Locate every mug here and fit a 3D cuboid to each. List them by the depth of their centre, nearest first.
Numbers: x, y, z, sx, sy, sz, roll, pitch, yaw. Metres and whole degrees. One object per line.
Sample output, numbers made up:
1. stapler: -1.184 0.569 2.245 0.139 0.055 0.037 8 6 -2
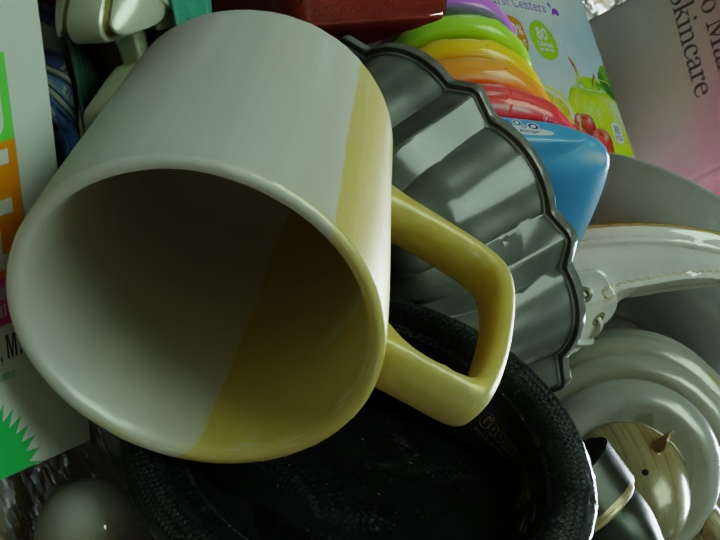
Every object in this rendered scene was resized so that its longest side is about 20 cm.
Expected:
1. mug: -0.042 -0.014 1.191 0.187 0.149 0.153 55 28 -27

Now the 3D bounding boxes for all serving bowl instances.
1. serving bowl: 0.176 0.024 1.589 0.200 0.200 0.066 45 72 -26

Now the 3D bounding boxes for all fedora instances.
1. fedora: -0.004 0.102 1.222 0.200 0.092 0.201 3 47 -4

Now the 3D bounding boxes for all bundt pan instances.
1. bundt pan: 0.000 0.000 1.330 0.076 0.202 0.202 -30 93 -41

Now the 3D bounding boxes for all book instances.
1. book: -0.176 -0.010 1.149 0.134 0.048 0.200 -25 112 -50

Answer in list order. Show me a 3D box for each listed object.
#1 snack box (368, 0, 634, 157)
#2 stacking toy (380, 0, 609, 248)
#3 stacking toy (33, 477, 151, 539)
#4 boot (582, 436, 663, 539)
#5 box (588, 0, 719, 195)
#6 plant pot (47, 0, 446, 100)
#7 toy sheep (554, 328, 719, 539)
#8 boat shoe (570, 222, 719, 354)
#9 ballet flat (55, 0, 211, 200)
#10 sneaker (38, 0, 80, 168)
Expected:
1. snack box: 0.050 -0.131 1.597 0.200 0.068 0.169 5 64 -54
2. stacking toy: 0.046 -0.092 1.441 0.116 0.110 0.200 6 44 -14
3. stacking toy: -0.094 0.163 1.167 0.146 0.146 0.200 25 30 -44
4. boot: 0.085 0.160 1.326 0.077 0.200 0.138 -40 98 -25
5. box: 0.223 -0.105 1.699 0.109 0.200 0.128 16 55 -50
6. plant pot: -0.067 -0.181 1.368 0.200 0.200 0.177 -10 85 -56
7. toy sheep: 0.137 0.094 1.512 0.138 0.138 0.200 55 6 -12
8. boat shoe: 0.093 0.017 1.473 0.071 0.199 0.069 81 3 -79
9. ballet flat: -0.098 -0.090 1.270 0.070 0.067 0.200 -39 121 -64
10. sneaker: -0.179 -0.065 1.226 0.200 0.077 0.085 -11 81 -56
